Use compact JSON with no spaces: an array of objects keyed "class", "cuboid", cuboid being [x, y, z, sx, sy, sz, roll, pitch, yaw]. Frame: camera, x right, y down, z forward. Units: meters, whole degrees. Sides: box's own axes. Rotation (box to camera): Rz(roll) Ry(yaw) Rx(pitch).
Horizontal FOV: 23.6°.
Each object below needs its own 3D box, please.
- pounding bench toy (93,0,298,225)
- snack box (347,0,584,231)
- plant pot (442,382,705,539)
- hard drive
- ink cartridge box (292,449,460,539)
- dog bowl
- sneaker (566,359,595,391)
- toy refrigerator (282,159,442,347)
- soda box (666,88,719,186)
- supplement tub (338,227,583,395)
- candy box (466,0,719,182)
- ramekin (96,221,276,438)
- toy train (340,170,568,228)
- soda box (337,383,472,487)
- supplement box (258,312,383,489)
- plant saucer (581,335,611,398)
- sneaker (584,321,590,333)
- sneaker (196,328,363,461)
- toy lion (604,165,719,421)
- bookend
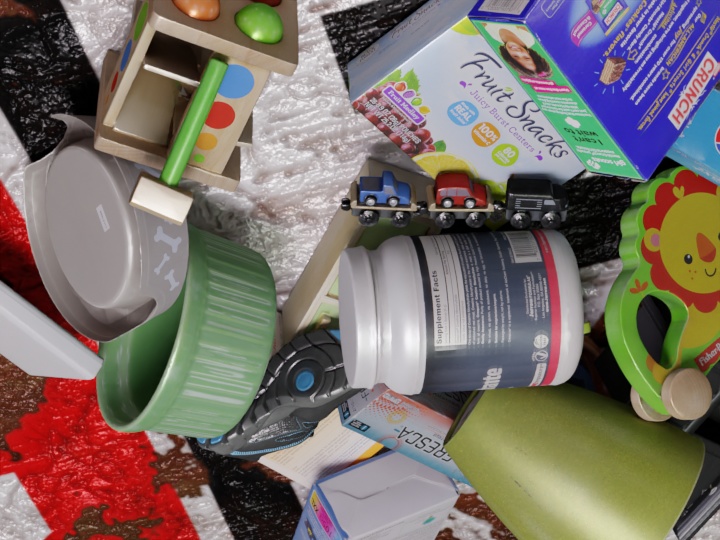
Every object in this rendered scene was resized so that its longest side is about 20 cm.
[{"class":"pounding bench toy","cuboid":[-0.129,-0.152,1.383,0.124,0.200,0.156,18,128,-18]},{"class":"snack box","cuboid":[0.115,-0.150,1.491,0.168,0.068,0.200,-34,127,23]},{"class":"plant pot","cuboid":[0.184,0.180,1.601,0.200,0.187,0.187,34,124,-1]},{"class":"hard drive","cuboid":[-0.346,0.035,1.593,0.200,0.026,0.132,41,155,-31]},{"class":"ink cartridge box","cuboid":[0.008,0.267,1.784,0.136,0.076,0.200,-19,152,-23]},{"class":"dog bowl","cuboid":[-0.218,-0.041,1.487,0.059,0.200,0.200,-16,140,-36]},{"class":"sneaker","cuboid":[0.206,0.163,1.718,0.074,0.082,0.200,-13,129,8]},{"class":"toy refrigerator","cuboid":[0.000,0.000,1.610,0.076,0.070,0.200,18,128,-19]},{"class":"soda box","cuboid":[0.336,-0.106,1.532,0.200,0.068,0.064,27,90,-24]},{"class":"supplement tub","cuboid":[0.086,0.036,1.518,0.199,0.141,0.141,-3,131,-7]},{"class":"candy box","cuboid":[0.206,-0.199,1.397,0.200,0.077,0.169,46,73,-33]},{"class":"ramekin","cuboid":[-0.157,0.057,1.569,0.097,0.200,0.200,15,128,-27]},{"class":"toy train","cuboid":[0.083,-0.062,1.501,0.199,0.034,0.046,1,131,-3]},{"class":"soda box","cuboid":[0.066,0.143,1.680,0.068,0.064,0.200,-39,133,25]},{"class":"supplement box","cuboid":[-0.074,0.126,1.709,0.200,0.074,0.126,33,121,-29]},{"class":"plant saucer","cuboid":[0.157,0.124,1.753,0.200,0.032,0.201,-3,131,-3]},{"class":"sneaker","cuboid":[0.117,0.051,1.635,0.199,0.083,0.072,-7,99,7]},{"class":"sneaker","cuboid":[-0.059,0.118,1.621,0.200,0.073,0.082,-27,145,22]},{"class":"toy lion","cuboid":[0.296,0.010,1.566,0.200,0.069,0.192,-37,101,-25]},{"class":"bookend","cuboid":[0.303,0.146,1.713,0.200,0.092,0.199,27,114,-30]}]
